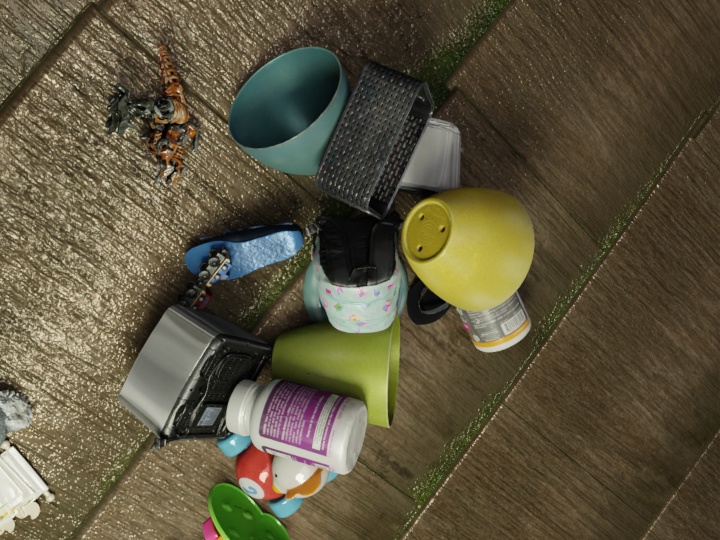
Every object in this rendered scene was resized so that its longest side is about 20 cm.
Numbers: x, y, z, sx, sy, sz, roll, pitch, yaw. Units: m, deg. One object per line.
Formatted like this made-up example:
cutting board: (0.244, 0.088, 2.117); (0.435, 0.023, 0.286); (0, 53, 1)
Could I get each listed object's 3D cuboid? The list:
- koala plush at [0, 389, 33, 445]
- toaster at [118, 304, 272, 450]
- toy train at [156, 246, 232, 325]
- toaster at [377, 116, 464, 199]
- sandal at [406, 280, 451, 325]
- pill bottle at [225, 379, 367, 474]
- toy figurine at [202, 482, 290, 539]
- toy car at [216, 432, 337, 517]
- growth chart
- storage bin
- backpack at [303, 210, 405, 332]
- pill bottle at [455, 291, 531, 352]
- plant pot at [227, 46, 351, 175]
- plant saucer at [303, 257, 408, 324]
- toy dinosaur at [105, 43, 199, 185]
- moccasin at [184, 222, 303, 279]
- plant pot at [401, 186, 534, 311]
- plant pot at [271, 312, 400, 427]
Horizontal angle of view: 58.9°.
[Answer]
koala plush: (-0.592, 0.199, 0.926); (0.177, 0.183, 0.201); (-43, 128, -20)
toaster: (-0.255, 0.165, 0.990); (0.118, 0.200, 0.182); (28, 89, 22)
toy train: (-0.264, 0.043, 1.023); (0.046, 0.034, 0.200); (30, 110, -28)
toaster: (0.082, -0.194, 1.093); (0.198, 0.114, 0.131); (8, 91, -16)
sandal: (0.141, 0.035, 1.111); (0.043, 0.200, 0.076); (-27, 79, -45)
pill bottle: (-0.098, 0.229, 0.968); (0.198, 0.112, 0.113); (12, 94, 15)
toy figurine: (-0.247, 0.490, 1.087); (0.184, 0.150, 0.200); (-43, 132, 6)
toy car: (-0.118, 0.325, 1.047); (0.176, 0.200, 0.185); (-38, 105, -9)
growth chart: (-0.602, 0.360, 0.998); (0.199, 0.018, 0.146); (-26, 104, -13)
storage bin: (0.024, -0.192, 0.963); (0.093, 0.135, 0.201); (25, 92, 14)
backpack: (0.000, 0.000, 1.008); (0.165, 0.201, 0.127); (-9, 125, 1)
pill bottle: (0.222, 0.037, 1.162); (0.116, 0.116, 0.201); (-31, 104, -11)
plant pot: (-0.089, -0.230, 1.009); (0.200, 0.200, 0.135); (-48, 140, -6)
plant saucer: (-0.003, 0.036, 1.138); (0.198, 0.027, 0.202); (-2, 98, -16)
toy dinosaur: (-0.316, -0.237, 0.989); (0.135, 0.102, 0.202); (-1, 79, -32)
moccasin: (-0.186, -0.031, 1.047); (0.198, 0.068, 0.081); (-7, 114, 7)
plant pot: (0.146, -0.047, 0.992); (0.141, 0.199, 0.202); (15, 93, -42)
plant pot: (-0.041, 0.157, 1.064); (0.198, 0.187, 0.189); (3, 97, 9)
